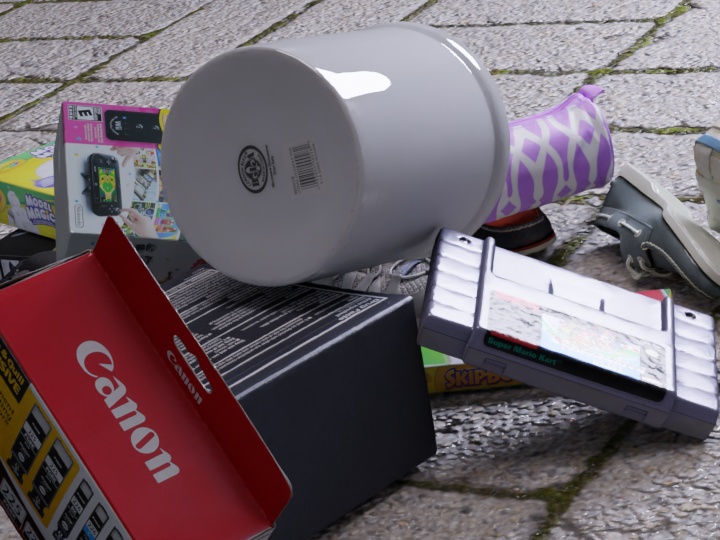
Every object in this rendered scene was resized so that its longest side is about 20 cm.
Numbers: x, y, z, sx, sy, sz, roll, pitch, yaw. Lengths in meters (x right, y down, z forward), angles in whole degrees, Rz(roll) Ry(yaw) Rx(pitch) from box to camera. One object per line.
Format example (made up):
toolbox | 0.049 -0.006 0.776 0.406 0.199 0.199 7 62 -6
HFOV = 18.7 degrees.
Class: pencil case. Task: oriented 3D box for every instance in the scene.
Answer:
pencil case | 0.102 -0.083 1.718 0.200 0.086 0.084 -16 18 -22

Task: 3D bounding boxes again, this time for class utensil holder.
utensil holder | -0.017 -0.079 1.483 0.170 0.170 0.200 2 9 31

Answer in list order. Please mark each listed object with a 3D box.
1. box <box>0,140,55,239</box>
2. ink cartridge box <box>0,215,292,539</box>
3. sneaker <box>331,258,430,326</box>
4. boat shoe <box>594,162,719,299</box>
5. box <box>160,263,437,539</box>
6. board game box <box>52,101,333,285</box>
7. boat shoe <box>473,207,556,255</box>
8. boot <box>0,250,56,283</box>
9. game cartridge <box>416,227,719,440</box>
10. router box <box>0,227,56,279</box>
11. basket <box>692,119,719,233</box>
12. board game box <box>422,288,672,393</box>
box | -0.246 -0.072 1.886 0.117 0.048 0.200 -26 24 -36
ink cartridge box | -0.144 0.098 1.240 0.084 0.200 0.176 -25 -19 -33
sneaker | 0.000 0.000 1.674 0.200 0.082 0.075 3 25 32
boat shoe | 0.231 -0.017 1.664 0.062 0.073 0.200 -51 26 12
box | -0.091 0.094 1.420 0.198 0.123 0.200 8 27 42
board game box | -0.125 -0.051 1.627 0.200 0.064 0.148 4 45 -15
boat shoe | 0.101 -0.062 1.814 0.071 0.063 0.200 -15 22 -16
boot | -0.269 0.062 1.635 0.165 0.066 0.200 10 37 45
game cartridge | 0.139 0.039 1.436 0.200 0.038 0.130 18 25 -3
router box | -0.206 -0.027 1.887 0.157 0.052 0.200 4 25 32
basket | 0.365 -0.088 1.627 0.200 0.139 0.176 -30 38 -23
board game box | 0.123 0.052 1.562 0.200 0.030 0.096 -9 21 13
